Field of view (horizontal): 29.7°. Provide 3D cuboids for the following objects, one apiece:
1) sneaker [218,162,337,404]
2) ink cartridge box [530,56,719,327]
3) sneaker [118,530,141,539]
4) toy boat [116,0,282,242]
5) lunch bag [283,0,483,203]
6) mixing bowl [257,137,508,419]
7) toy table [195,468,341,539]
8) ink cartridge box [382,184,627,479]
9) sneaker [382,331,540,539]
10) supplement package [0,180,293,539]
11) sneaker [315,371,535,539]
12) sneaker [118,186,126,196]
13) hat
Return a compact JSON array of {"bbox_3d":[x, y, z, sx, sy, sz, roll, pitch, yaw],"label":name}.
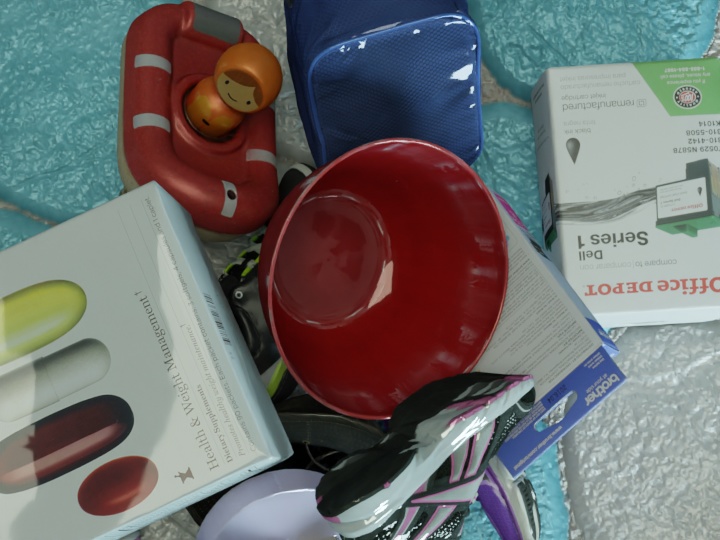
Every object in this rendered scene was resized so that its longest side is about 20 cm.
[{"bbox_3d":[-0.076,0.009,1.063,0.082,0.071,0.202,14,82,-29],"label":"sneaker"},{"bbox_3d":[0.220,-0.059,1.088,0.144,0.084,0.202,-4,83,-2],"label":"ink cartridge box"},{"bbox_3d":[-0.273,0.223,1.048,0.199,0.081,0.089,-28,78,-10],"label":"sneaker"},{"bbox_3d":[-0.106,-0.126,1.032,0.130,0.130,0.202,14,59,-33],"label":"toy boat"},{"bbox_3d":[0.012,-0.169,1.033,0.134,0.201,0.133,-14,52,-6],"label":"lunch bag"},{"bbox_3d":[0.000,0.000,1.005,0.198,0.108,0.203,-5,101,-28],"label":"mixing bowl"},{"bbox_3d":[-0.034,0.241,0.963,0.183,0.200,0.117,-37,53,4],"label":"toy table"},{"bbox_3d":[0.112,0.047,1.037,0.119,0.042,0.201,-44,56,16],"label":"ink cartridge box"},{"bbox_3d":[0.067,0.143,1.076,0.083,0.081,0.200,-42,76,8],"label":"sneaker"},{"bbox_3d":[-0.176,0.078,0.895,0.198,0.147,0.193,-25,83,0],"label":"supplement package"},{"bbox_3d":[0.051,0.142,0.940,0.199,0.080,0.087,-32,112,-34],"label":"sneaker"},{"bbox_3d":[-0.161,0.009,1.083,0.087,0.076,0.202,8,87,-15],"label":"sneaker"},{"bbox_3d":[-0.040,0.142,1.043,0.198,0.202,0.081,7,47,-1],"label":"hat"}]
